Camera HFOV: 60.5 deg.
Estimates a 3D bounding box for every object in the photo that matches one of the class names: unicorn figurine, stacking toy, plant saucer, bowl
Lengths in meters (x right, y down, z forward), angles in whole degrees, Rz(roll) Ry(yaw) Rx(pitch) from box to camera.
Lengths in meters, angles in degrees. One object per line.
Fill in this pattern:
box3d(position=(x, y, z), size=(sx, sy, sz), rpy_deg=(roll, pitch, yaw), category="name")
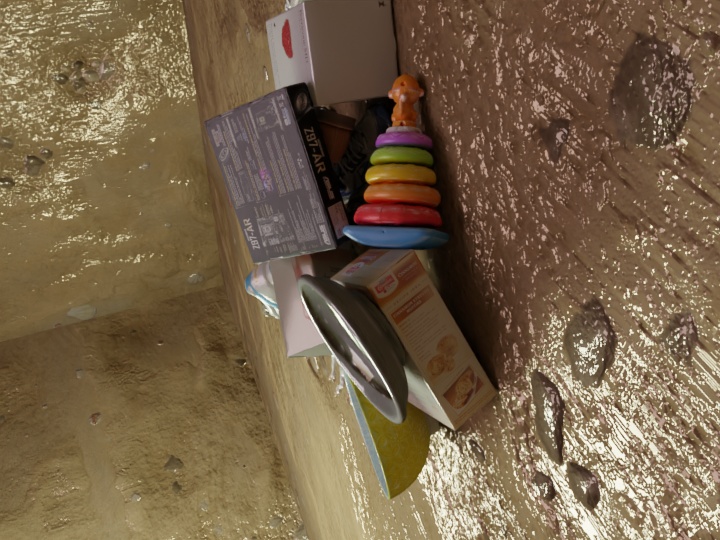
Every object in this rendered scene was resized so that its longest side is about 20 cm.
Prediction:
box3d(position=(-0.042, 0.177, 1.275), size=(0.199, 0.073, 0.140), rpy_deg=(35, 128, 44), category="unicorn figurine")
box3d(position=(0.048, -0.128, 0.731), size=(0.109, 0.113, 0.206), rpy_deg=(0, -88, -69), category="stacking toy")
box3d(position=(0.002, 0.079, 0.710), size=(0.201, 0.050, 0.201), rpy_deg=(50, 164, 19), category="plant saucer")
box3d(position=(0.054, 0.219, 0.912), size=(0.200, 0.105, 0.205), rpy_deg=(161, 91, -82), category="bowl")

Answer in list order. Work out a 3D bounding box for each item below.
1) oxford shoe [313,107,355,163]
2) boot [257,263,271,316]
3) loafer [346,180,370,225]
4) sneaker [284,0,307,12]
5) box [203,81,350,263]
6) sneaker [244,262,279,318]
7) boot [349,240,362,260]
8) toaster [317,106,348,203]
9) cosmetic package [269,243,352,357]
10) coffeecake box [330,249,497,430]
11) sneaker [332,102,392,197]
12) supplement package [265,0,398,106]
box3d(position=(-0.067, -0.186, 0.858), size=(0.200, 0.070, 0.073), rpy_deg=(-140, 61, -66), category="oxford shoe")
box3d(position=(-0.126, -0.034, 1.074), size=(0.201, 0.070, 0.157), rpy_deg=(-62, -21, -49), category="boot")
box3d(position=(0.003, -0.076, 0.892), size=(0.071, 0.063, 0.200), rpy_deg=(37, 163, 1), category="loafer")
box3d(position=(-0.072, -0.361, 0.969), size=(0.082, 0.074, 0.202), rpy_deg=(55, 160, 26), category="sneaker")
box3d(position=(-0.107, -0.119, 0.803), size=(0.158, 0.043, 0.204), rpy_deg=(-9, 105, 39), category="box")
box3d(position=(-0.095, 0.050, 0.988), size=(0.200, 0.080, 0.078), rpy_deg=(42, -141, -31), category="sneaker")
box3d(position=(0.000, 0.000, 0.989), size=(0.202, 0.071, 0.157), rpy_deg=(92, 153, -55), category="boot")
box3d(position=(-0.079, -0.188, 1.034), size=(0.201, 0.111, 0.132), rpy_deg=(-127, 26, -52), category="toaster")
box3d(position=(-0.065, 0.016, 0.899), size=(0.086, 0.102, 0.205), rpy_deg=(-23, 74, 34), category="cosmetic package")
box3d(position=(0.060, 0.077, 0.763), size=(0.202, 0.072, 0.153), rpy_deg=(58, 166, -12), category="coffeecake box")
box3d(position=(-0.005, -0.157, 0.874), size=(0.201, 0.083, 0.078), rpy_deg=(116, 136, -63), category="sneaker")
box3d(position=(-0.043, -0.292, 0.834), size=(0.200, 0.117, 0.124), rpy_deg=(-147, 47, -64), category="supplement package")
